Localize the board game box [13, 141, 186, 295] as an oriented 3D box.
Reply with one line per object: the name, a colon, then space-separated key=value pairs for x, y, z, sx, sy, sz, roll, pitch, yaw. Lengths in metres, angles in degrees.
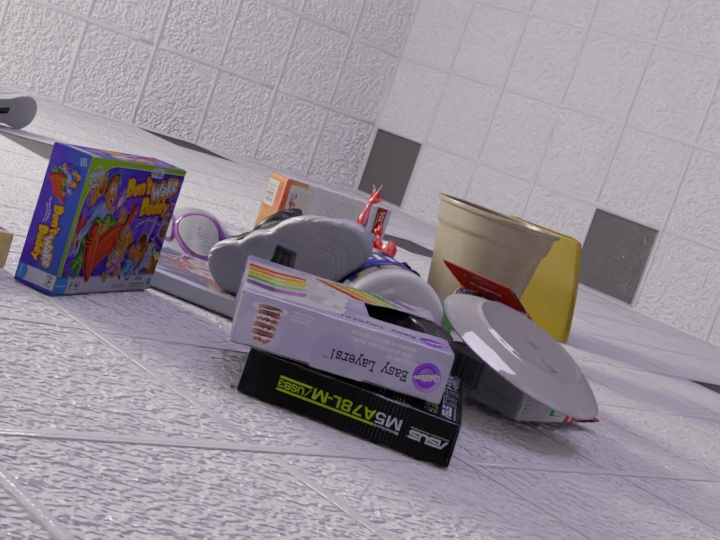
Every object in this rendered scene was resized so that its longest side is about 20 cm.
board game box: x=-0.254 y=-0.049 z=1.219 sx=0.044 sy=0.136 sz=0.200 roll=20 pitch=7 yaw=16

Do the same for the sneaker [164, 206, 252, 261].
sneaker: x=-0.179 y=-0.024 z=1.616 sx=0.198 sy=0.076 sz=0.100 roll=15 pitch=-18 yaw=-8

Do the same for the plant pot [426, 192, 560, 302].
plant pot: x=0.183 y=0.001 z=1.881 sx=0.198 sy=0.185 sz=0.200 roll=19 pitch=7 yaw=-2

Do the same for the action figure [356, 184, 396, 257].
action figure: x=-0.015 y=-0.048 z=1.510 sx=0.065 sy=0.100 sz=0.199 roll=38 pitch=-19 yaw=-36

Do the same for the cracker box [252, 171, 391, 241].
cracker box: x=-0.062 y=-0.056 z=1.838 sx=0.198 sy=0.135 sz=0.058 roll=16 pitch=7 yaw=-35

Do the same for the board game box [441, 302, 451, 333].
board game box: x=0.001 y=0.037 z=1.527 sx=0.198 sy=0.041 sz=0.153 roll=18 pitch=-7 yaw=-15

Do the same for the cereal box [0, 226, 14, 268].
cereal box: x=-0.442 y=-0.058 z=1.153 sx=0.199 sy=0.040 sz=0.143 roll=25 pitch=9 yaw=36

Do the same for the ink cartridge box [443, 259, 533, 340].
ink cartridge box: x=0.166 y=0.069 z=1.540 sx=0.108 sy=0.051 sz=0.200 roll=24 pitch=-16 yaw=35

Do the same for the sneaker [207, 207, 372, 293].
sneaker: x=-0.062 y=-0.032 z=1.331 sx=0.198 sy=0.076 sz=0.114 roll=-9 pitch=16 yaw=29

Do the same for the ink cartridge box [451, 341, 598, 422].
ink cartridge box: x=0.190 y=0.127 z=1.387 sx=0.108 sy=0.051 sz=0.199 roll=26 pitch=10 yaw=37

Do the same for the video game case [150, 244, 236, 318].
video game case: x=-0.192 y=0.009 z=1.420 sx=0.198 sy=0.023 sz=0.182 roll=21 pitch=7 yaw=10

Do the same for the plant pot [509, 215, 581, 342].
plant pot: x=0.310 y=0.004 z=2.263 sx=0.198 sy=0.178 sz=0.200 roll=19 pitch=6 yaw=3

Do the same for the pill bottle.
pill bottle: x=0.008 y=0.039 z=1.341 sx=0.118 sy=0.121 sz=0.200 roll=17 pitch=7 yaw=-18

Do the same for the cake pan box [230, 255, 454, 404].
cake pan box: x=-0.017 y=0.050 z=1.098 sx=0.198 sy=0.053 sz=0.184 roll=18 pitch=10 yaw=-5

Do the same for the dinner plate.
dinner plate: x=0.174 y=0.082 z=1.288 sx=0.199 sy=0.024 sz=0.201 roll=31 pitch=20 yaw=-12

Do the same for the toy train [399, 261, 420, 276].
toy train: x=0.000 y=0.000 z=1.555 sx=0.199 sy=0.034 sz=0.046 roll=10 pitch=-14 yaw=45

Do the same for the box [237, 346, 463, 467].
box: x=-0.002 y=0.104 z=1.116 sx=0.191 sy=0.048 sz=0.200 roll=18 pitch=7 yaw=2

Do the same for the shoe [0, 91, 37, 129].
shoe: x=-0.712 y=-0.325 z=2.370 sx=0.090 sy=0.072 sz=0.200 roll=27 pitch=13 yaw=13
